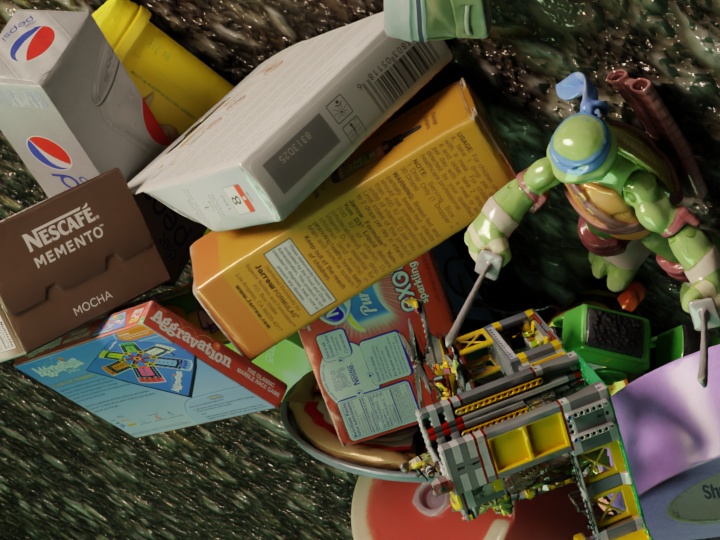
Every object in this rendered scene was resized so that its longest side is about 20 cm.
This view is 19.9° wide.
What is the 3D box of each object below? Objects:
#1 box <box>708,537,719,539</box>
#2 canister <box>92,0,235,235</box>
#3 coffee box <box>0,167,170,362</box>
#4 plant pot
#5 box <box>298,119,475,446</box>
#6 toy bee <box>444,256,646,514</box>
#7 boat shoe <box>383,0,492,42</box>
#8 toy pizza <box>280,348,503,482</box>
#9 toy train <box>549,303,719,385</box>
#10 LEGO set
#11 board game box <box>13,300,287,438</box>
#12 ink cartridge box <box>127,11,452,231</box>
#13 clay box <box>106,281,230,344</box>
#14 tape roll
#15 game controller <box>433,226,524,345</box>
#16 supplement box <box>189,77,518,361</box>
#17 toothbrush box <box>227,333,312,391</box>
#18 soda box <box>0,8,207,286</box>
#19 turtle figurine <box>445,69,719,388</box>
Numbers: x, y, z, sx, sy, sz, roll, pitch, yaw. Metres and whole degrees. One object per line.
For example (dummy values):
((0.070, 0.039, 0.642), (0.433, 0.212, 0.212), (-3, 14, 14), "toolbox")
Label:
((0.349, 0.228, 1.361), (0.200, 0.105, 0.148), (11, 169, -26), "box")
((-0.129, -0.092, 1.450), (0.200, 0.087, 0.148), (37, 156, -15), "canister")
((-0.223, 0.008, 1.317), (0.200, 0.113, 0.080), (-17, 99, 57), "coffee box")
((0.097, 0.196, 1.550), (0.200, 0.201, 0.177), (14, 168, 39), "plant pot")
((0.000, 0.000, 1.334), (0.096, 0.099, 0.200), (-102, -7, -62), "box")
((0.155, 0.062, 1.362), (0.109, 0.131, 0.200), (-32, 116, 30), "toy bee")
((0.044, -0.185, 1.069), (0.062, 0.072, 0.200), (4, 158, 3), "boat shoe")
((0.044, 0.089, 1.429), (0.200, 0.200, 0.032), (16, 117, 35), "toy pizza")
((0.209, 0.057, 1.288), (0.200, 0.042, 0.056), (13, 159, -23), "toy train")
((0.080, 0.112, 1.178), (0.200, 0.116, 0.154), (-120, 11, -59), "LEGO set")
((-0.137, 0.066, 1.296), (0.103, 0.019, 0.200), (32, 156, -23), "board game box")
((-0.055, -0.084, 1.260), (0.050, 0.162, 0.200), (51, 154, -13), "ink cartridge box")
((-0.098, 0.028, 1.399), (0.200, 0.115, 0.048), (-28, -80, -84), "clay box")
((0.243, 0.100, 1.231), (0.200, 0.066, 0.200), (-11, 157, -5), "tape roll")
((0.054, -0.004, 1.449), (0.104, 0.042, 0.200), (17, 154, 34), "game controller")
((-0.003, -0.031, 1.226), (0.069, 0.200, 0.067), (52, -168, -25), "supplement box")
((-0.023, 0.059, 1.628), (0.200, 0.086, 0.146), (28, 158, 6), "toothbrush box")
((-0.172, -0.078, 1.344), (0.063, 0.068, 0.200), (7, 144, 32), "soda box")
((0.140, 0.001, 1.173), (0.144, 0.201, 0.194), (-17, 160, 23), "turtle figurine")
